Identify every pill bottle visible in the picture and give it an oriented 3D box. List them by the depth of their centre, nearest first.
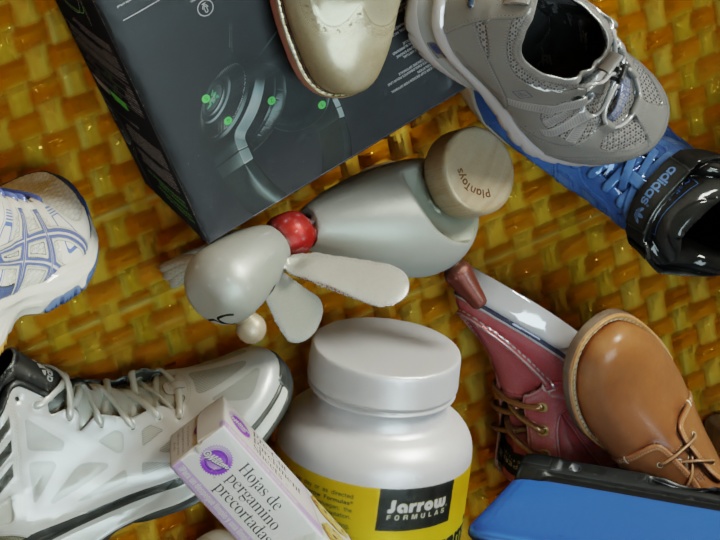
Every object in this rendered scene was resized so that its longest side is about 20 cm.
[{"bbox_3d":[0.004,0.134,1.556,0.112,0.112,0.200,-4,114,-25],"label":"pill bottle"}]

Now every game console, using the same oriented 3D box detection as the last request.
[{"bbox_3d":[0.173,0.179,1.537,0.171,0.200,0.118,82,24,-43],"label":"game console"}]

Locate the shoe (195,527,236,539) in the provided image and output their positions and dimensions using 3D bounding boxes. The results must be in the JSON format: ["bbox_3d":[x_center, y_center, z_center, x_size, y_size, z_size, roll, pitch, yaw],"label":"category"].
[{"bbox_3d":[-0.119,0.236,1.560,0.200,0.070,0.053,-60,157,11],"label":"shoe"}]

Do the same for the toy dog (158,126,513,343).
[{"bbox_3d":[0.000,0.000,1.470,0.200,0.132,0.096,-25,93,-16],"label":"toy dog"}]

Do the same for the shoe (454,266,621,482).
[{"bbox_3d":[0.106,0.080,1.609,0.200,0.071,0.091,38,87,-39],"label":"shoe"}]

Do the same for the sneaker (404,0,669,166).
[{"bbox_3d":[0.109,-0.101,1.428,0.200,0.082,0.075,23,79,-48],"label":"sneaker"}]

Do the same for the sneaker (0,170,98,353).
[{"bbox_3d":[-0.185,-0.018,1.356,0.075,0.200,0.088,1,114,15],"label":"sneaker"}]

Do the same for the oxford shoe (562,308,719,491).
[{"bbox_3d":[0.178,0.098,1.584,0.071,0.071,0.200,-42,131,-10],"label":"oxford shoe"}]

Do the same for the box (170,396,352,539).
[{"bbox_3d":[-0.026,0.156,1.481,0.039,0.041,0.200,-37,108,10],"label":"box"}]

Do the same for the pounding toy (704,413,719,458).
[{"bbox_3d":[0.326,0.194,1.732,0.184,0.142,0.200,-10,116,-23],"label":"pounding toy"}]

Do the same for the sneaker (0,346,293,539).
[{"bbox_3d":[-0.138,0.078,1.481,0.200,0.076,0.115,-32,125,-8],"label":"sneaker"}]

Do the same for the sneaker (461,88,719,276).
[{"bbox_3d":[0.148,-0.064,1.541,0.200,0.111,0.077,38,92,-34],"label":"sneaker"}]

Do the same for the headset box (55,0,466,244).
[{"bbox_3d":[-0.055,-0.138,1.414,0.174,0.093,0.200,-32,123,-12],"label":"headset box"}]

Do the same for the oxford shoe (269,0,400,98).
[{"bbox_3d":[-0.001,-0.173,1.324,0.071,0.074,0.200,-10,116,-25],"label":"oxford shoe"}]
